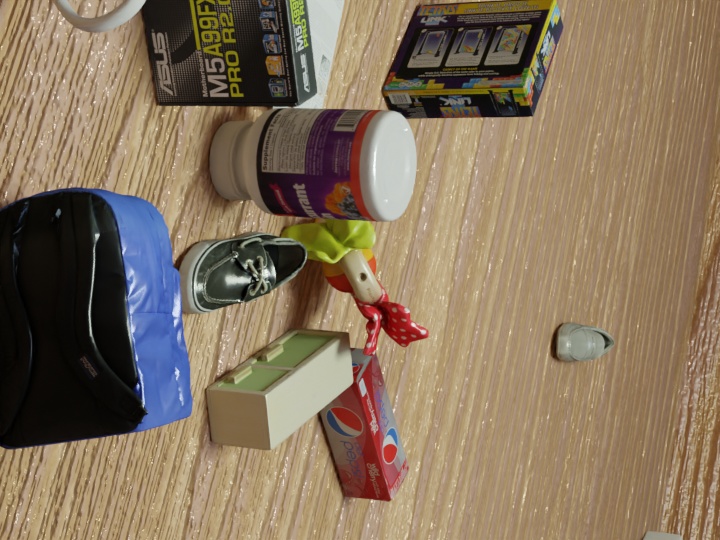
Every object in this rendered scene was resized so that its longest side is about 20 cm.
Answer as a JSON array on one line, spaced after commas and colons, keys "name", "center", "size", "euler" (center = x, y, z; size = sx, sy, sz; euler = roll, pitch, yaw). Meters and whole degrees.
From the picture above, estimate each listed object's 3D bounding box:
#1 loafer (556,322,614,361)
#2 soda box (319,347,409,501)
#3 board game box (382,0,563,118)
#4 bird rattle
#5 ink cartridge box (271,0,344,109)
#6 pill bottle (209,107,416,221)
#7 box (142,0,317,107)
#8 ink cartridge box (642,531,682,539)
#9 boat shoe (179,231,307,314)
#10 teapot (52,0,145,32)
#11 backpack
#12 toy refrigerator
[{"name": "loafer", "center": [0.400, 0.127, 2.672], "size": [0.199, 0.069, 0.071], "euler": [-7, 99, -64]}, {"name": "soda box", "center": [0.000, 0.190, 1.839], "size": [0.064, 0.069, 0.202], "euler": [-58, 142, -45]}, {"name": "board game box", "center": [0.147, -0.274, 1.940], "size": [0.057, 0.198, 0.166], "euler": [63, 40, -43]}, {"name": "bird rattle", "center": [0.000, 0.000, 1.724], "size": [0.201, 0.112, 0.163], "euler": [52, 1, -16]}, {"name": "ink cartridge box", "center": [-0.074, -0.250, 1.654], "size": [0.109, 0.050, 0.203], "euler": [37, 61, -61]}, {"name": "pill bottle", "center": [-0.052, -0.110, 1.544], "size": [0.111, 0.198, 0.113], "euler": [-16, 108, -62]}, {"name": "box", "center": [-0.129, -0.256, 1.409], "size": [0.044, 0.158, 0.202], "euler": [-42, 130, -57]}, {"name": "ink cartridge box", "center": [0.630, 0.674, 3.210], "size": [0.200, 0.087, 0.147], "euler": [-41, 130, -54]}, {"name": "boat shoe", "center": [-0.121, -0.003, 1.567], "size": [0.200, 0.063, 0.072], "euler": [-31, 120, -60]}, {"name": "teapot", "center": [-0.214, -0.330, 1.238], "size": [0.198, 0.144, 0.202], "euler": [-56, 142, -46]}, {"name": "backpack", "center": [-0.229, 0.034, 1.249], "size": [0.168, 0.161, 0.203], "euler": [-7, 87, -73]}, {"name": "toy refrigerator", "center": [-0.085, 0.124, 1.648], "size": [0.200, 0.075, 0.071], "euler": [-34, 124, -58]}]
